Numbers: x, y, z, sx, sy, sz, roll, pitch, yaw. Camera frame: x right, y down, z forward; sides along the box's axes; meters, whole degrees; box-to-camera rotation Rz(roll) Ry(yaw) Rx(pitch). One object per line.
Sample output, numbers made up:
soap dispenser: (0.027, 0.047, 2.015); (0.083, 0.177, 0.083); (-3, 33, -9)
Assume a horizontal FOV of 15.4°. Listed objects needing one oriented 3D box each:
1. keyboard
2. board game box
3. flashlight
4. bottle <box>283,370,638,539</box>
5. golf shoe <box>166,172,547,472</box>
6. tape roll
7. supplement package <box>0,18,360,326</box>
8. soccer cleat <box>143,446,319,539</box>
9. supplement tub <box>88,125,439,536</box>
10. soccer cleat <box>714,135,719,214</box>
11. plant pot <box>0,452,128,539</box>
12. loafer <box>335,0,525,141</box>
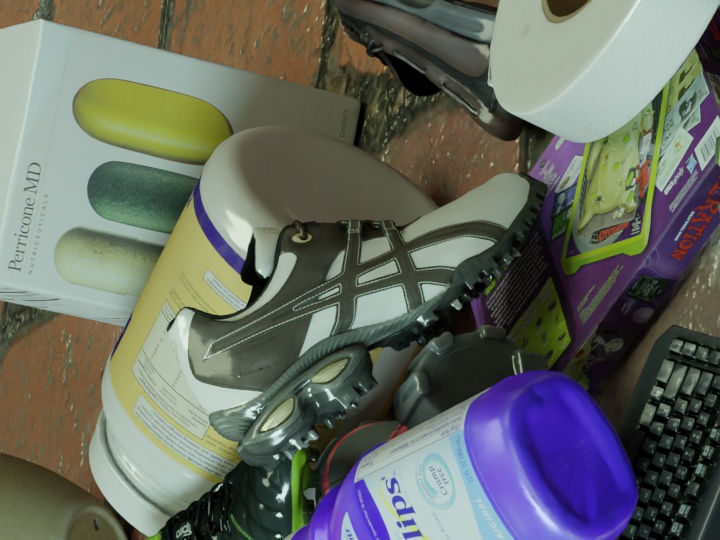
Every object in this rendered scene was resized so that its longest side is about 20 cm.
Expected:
keyboard: (0.129, 0.126, 1.098); (0.127, 0.021, 0.200); (18, 84, 47)
board game box: (0.114, -0.026, 1.238); (0.200, 0.032, 0.120); (-57, 35, 35)
flashlight: (0.025, 0.082, 1.267); (0.068, 0.068, 0.200); (-56, -2, -23)
bottle: (0.032, 0.109, 1.161); (0.200, 0.065, 0.084); (-31, 89, 49)
golf shoe: (0.000, 0.000, 1.227); (0.200, 0.095, 0.078); (-39, -6, -25)
tape roll: (0.124, -0.155, 1.224); (0.203, 0.037, 0.203); (-56, 20, 33)
supplement package: (-0.131, -0.045, 1.547); (0.151, 0.200, 0.152); (1, 79, 64)
soccer cleat: (-0.070, 0.142, 1.338); (0.200, 0.081, 0.068); (110, 167, -52)
supplement tub: (-0.049, 0.041, 1.403); (0.200, 0.145, 0.145); (-61, 30, 29)
soccer cleat: (0.192, -0.076, 1.064); (0.084, 0.065, 0.200); (-11, 68, 60)
plant pot: (-0.218, 0.198, 1.660); (0.134, 0.200, 0.201); (-12, 61, 22)
loafer: (0.035, -0.115, 1.399); (0.200, 0.072, 0.063); (26, 106, 61)
